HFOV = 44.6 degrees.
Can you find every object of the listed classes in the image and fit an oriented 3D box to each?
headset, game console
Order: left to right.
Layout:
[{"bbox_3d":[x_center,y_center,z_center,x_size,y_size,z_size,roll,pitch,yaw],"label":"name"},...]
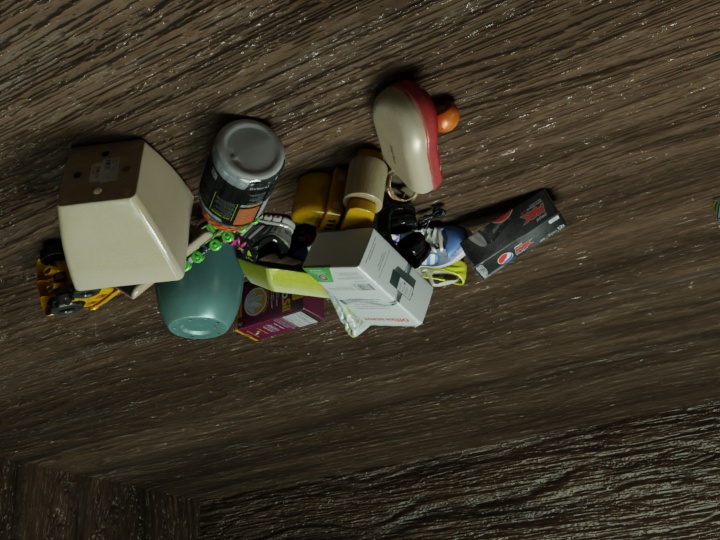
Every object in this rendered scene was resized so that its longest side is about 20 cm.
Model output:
[{"bbox_3d":[-0.059,-0.007,1.824,0.198,0.121,0.171,21,145,-40],"label":"game console"},{"bbox_3d":[0.099,-0.074,1.663,0.093,0.125,0.200,-20,-171,27],"label":"headset"}]

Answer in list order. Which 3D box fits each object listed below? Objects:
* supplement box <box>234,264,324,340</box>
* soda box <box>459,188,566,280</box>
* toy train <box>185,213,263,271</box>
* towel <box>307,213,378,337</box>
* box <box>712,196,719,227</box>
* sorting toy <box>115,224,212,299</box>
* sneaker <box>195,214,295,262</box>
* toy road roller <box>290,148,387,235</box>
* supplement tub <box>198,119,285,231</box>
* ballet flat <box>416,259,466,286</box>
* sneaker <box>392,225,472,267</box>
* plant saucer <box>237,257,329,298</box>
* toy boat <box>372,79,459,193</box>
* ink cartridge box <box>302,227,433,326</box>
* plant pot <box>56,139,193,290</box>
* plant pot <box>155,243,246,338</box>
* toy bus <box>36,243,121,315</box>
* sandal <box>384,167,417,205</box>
[{"bbox_3d":[-0.185,0.075,1.989,0.198,0.112,0.085,-18,151,27],"label":"supplement box"},{"bbox_3d":[0.299,-0.071,1.727,0.199,0.071,0.063,-34,147,12],"label":"soda box"},{"bbox_3d":[-0.276,-0.069,1.667,0.199,0.057,0.042,-35,-173,-1],"label":"toy train"},{"bbox_3d":[0.000,0.000,1.706,0.170,0.202,0.048,-34,-165,-30],"label":"towel"},{"bbox_3d":[0.808,-0.134,1.734,0.198,0.065,0.070,-21,150,31],"label":"box"},{"bbox_3d":[-0.383,-0.033,1.615,0.199,0.185,0.037,16,142,55],"label":"sorting toy"},{"bbox_3d":[-0.225,-0.062,1.724,0.196,0.089,0.074,3,154,-12],"label":"sneaker"},{"bbox_3d":[-0.043,-0.130,1.575,0.144,0.125,0.200,14,153,-9],"label":"toy road roller"},{"bbox_3d":[-0.207,-0.154,1.493,0.120,0.124,0.200,6,153,-20],"label":"supplement tub"},{"bbox_3d":[0.143,0.001,1.928,0.197,0.068,0.067,5,154,-16],"label":"ballet flat"},{"bbox_3d":[0.112,-0.058,1.783,0.198,0.082,0.146,-14,157,33],"label":"sneaker"},{"bbox_3d":[-0.136,0.018,1.796,0.197,0.049,0.199,9,-177,-26],"label":"plant saucer"},{"bbox_3d":[0.102,-0.228,1.411,0.130,0.131,0.201,-36,152,-8],"label":"toy boat"},{"bbox_3d":[0.017,0.015,1.579,0.145,0.084,0.200,-1,147,43],"label":"ink cartridge box"},{"bbox_3d":[-0.413,-0.108,1.503,0.196,0.202,0.178,-6,141,6],"label":"plant pot"},{"bbox_3d":[-0.341,0.048,1.854,0.197,0.164,0.201,-2,155,-1],"label":"plant pot"},{"bbox_3d":[-0.538,0.006,1.797,0.199,0.138,0.190,-29,158,38],"label":"toy bus"},{"bbox_3d":[0.081,-0.159,1.595,0.079,0.055,0.200,1,161,-8],"label":"sandal"}]
